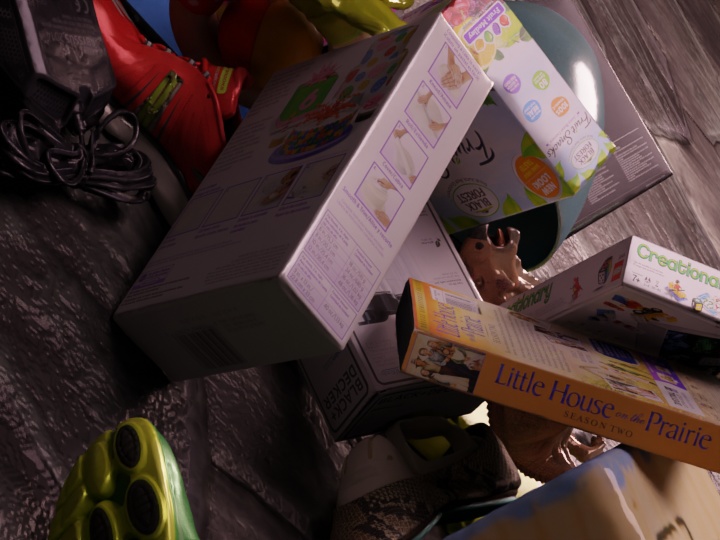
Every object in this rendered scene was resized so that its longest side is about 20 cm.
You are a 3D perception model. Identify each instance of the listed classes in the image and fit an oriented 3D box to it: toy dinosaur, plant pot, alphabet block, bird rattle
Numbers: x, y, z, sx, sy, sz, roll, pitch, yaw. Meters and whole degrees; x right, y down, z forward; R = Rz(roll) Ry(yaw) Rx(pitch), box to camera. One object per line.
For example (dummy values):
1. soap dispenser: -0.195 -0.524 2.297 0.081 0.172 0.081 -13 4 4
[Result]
1. toy dinosaur: 0.113 0.075 1.245 0.134 0.086 0.202 -2 80 -24
2. plant pot: 0.101 -0.118 1.331 0.135 0.199 0.201 -46 108 -27
3. alphabet block: 0.126 0.224 1.029 0.201 0.195 0.195 63 23 10
4. bird rattle: -0.061 -0.156 1.095 0.164 0.198 0.113 96 3 -47

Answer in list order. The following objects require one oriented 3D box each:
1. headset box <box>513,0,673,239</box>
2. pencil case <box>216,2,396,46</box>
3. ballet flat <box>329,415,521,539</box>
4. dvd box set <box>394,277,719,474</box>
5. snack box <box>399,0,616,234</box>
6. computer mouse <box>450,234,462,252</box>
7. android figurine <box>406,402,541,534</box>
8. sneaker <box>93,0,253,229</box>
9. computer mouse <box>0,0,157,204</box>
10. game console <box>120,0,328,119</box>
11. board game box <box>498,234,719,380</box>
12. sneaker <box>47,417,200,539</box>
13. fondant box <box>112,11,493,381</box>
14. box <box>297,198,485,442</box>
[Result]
1. headset box: 0.122 -0.115 1.480 0.201 0.173 0.093 59 -21 2
2. pencil case: -0.018 -0.194 1.240 0.200 0.088 0.089 -37 96 -39
3. ballet flat: 0.029 0.128 1.092 0.199 0.067 0.076 -13 79 -57
4. dvd box set: 0.117 0.059 1.028 0.198 0.030 0.146 18 9 -4
5. snack box: 0.060 -0.100 1.202 0.053 0.200 0.142 -46 103 -24
6. computer mouse: 0.016 0.002 1.272 0.110 0.044 0.200 46 26 4
7. android figurine: 0.094 0.136 1.281 0.200 0.041 0.183 43 26 -29
8. sneaker: -0.107 -0.106 1.092 0.201 0.084 0.077 55 21 -11
9. computer mouse: -0.186 -0.130 1.007 0.138 0.052 0.202 7 65 -62
10. game console: -0.075 -0.200 1.253 0.200 0.172 0.119 46 -2 -30
11. board game box: 0.172 0.038 1.122 0.125 0.200 0.035 21 71 -14
12. sneaker: -0.081 0.166 0.819 0.083 0.074 0.202 -2 73 -63
13. fondant box: -0.030 -0.039 0.992 0.058 0.143 0.201 47 54 -26
14. box: 0.000 0.000 1.147 0.116 0.060 0.201 -9 61 -38
